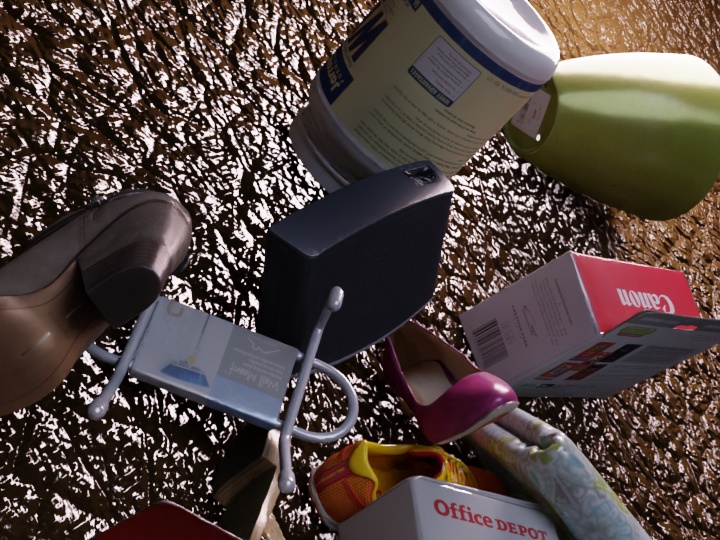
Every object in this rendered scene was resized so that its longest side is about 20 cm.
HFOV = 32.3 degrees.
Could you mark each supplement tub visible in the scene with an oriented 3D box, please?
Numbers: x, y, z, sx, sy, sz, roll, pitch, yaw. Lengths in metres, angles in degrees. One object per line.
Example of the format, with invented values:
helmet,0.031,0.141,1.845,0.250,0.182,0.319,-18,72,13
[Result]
supplement tub,0.049,-0.151,1.025,0.145,0.200,0.145,34,28,-21

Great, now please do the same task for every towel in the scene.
towel,0.158,0.181,0.961,0.171,0.048,0.200,49,-7,-12

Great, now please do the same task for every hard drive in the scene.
hard drive,0.000,0.000,0.931,0.042,0.135,0.200,25,31,28

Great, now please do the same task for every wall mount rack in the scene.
wall mount rack,-0.090,0.062,0.774,0.200,0.075,0.174,22,46,-7

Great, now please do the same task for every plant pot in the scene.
plant pot,0.259,-0.156,1.342,0.200,0.187,0.187,5,59,-30

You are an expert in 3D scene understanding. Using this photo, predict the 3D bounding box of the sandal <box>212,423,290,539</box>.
sandal,-0.062,0.181,0.768,0.070,0.078,0.212,41,33,-18

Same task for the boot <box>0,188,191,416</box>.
boot,-0.190,0.014,0.730,0.146,0.200,0.070,-124,-168,-68

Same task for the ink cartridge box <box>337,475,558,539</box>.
ink cartridge box,0.075,0.251,0.820,0.144,0.085,0.200,22,45,-36

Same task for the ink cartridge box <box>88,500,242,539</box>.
ink cartridge box,-0.095,0.198,0.607,0.162,0.200,0.050,35,41,-27

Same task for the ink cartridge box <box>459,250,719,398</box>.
ink cartridge box,0.224,0.046,1.122,0.200,0.175,0.084,7,58,-48

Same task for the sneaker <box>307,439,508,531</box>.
sneaker,0.053,0.165,0.915,0.200,0.077,0.073,13,53,-46

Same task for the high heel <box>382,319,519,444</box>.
high heel,0.059,0.072,0.920,0.200,0.067,0.096,142,-76,-83
